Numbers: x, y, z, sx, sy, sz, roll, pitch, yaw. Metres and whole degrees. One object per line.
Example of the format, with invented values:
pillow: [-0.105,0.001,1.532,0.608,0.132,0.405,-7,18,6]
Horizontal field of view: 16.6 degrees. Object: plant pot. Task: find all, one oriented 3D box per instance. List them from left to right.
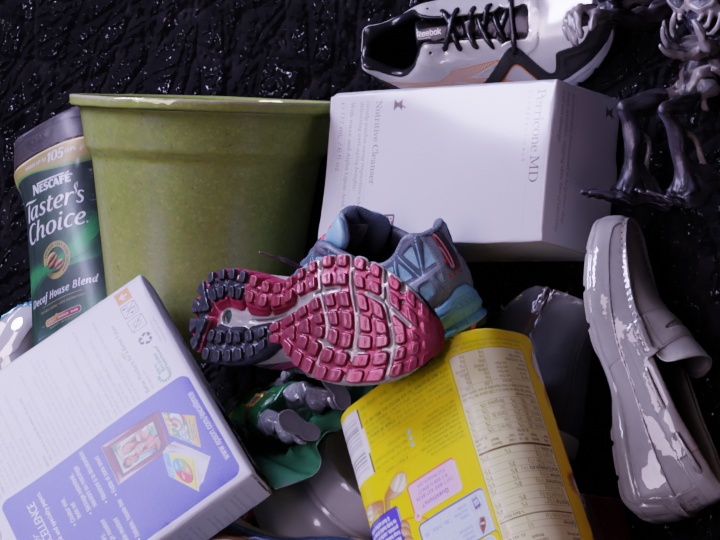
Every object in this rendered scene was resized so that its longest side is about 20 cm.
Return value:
plant pot: [-0.111,-0.032,1.771,0.199,0.200,0.186,5,96,42]

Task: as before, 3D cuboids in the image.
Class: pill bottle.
pill bottle: [-0.049,0.209,1.697,0.200,0.110,0.111,-51,52,21]

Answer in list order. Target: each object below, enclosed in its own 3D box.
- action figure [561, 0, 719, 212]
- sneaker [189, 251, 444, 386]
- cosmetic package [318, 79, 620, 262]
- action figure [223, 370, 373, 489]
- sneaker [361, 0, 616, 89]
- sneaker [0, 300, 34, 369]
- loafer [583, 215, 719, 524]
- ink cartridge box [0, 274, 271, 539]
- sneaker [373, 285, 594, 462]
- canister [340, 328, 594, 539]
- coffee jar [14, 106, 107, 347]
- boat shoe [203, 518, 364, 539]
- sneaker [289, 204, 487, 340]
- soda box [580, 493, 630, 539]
action figure: [0.196,-0.141,1.560,0.119,0.102,0.202,6,86,54]
sneaker: [-0.020,0.030,1.565,0.199,0.074,0.081,6,87,46]
cosmetic package: [0.073,-0.064,1.666,0.199,0.081,0.114,-3,79,42]
action figure: [-0.057,0.099,1.688,0.118,0.055,0.200,-43,9,-18]
sneaker: [0.085,-0.155,1.678,0.199,0.080,0.074,-15,69,38]
sneaker: [-0.258,0.125,1.936,0.080,0.076,0.202,11,95,35]
loafer: [0.188,0.058,1.550,0.069,0.070,0.202,-19,72,27]
ink cartridge box: [-0.184,0.129,1.632,0.199,0.047,0.198,-35,52,2]
sneaker: [0.081,0.063,1.650,0.199,0.075,0.107,7,73,44]
canister: [0.072,0.155,1.519,0.148,0.086,0.201,-36,59,35]
coffee jar: [-0.211,-0.027,1.912,0.104,0.085,0.201,-25,64,36]
boat shoe: [-0.054,0.208,1.597,0.199,0.072,0.073,9,102,24]
sneaker: [0.000,0.000,1.645,0.199,0.079,0.096,-3,109,43]
soda box: [0.141,0.244,1.545,0.063,0.070,0.202,-24,65,36]
